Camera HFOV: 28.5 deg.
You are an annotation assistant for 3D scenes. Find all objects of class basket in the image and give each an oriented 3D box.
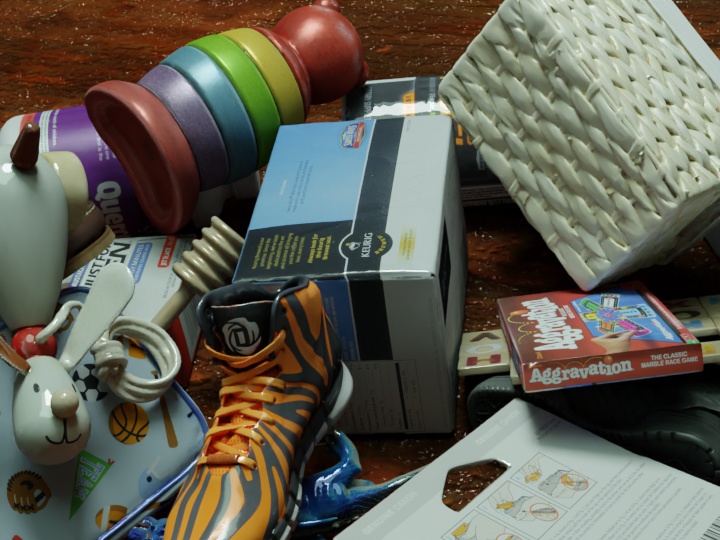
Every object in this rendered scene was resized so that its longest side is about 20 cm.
[{"bbox_3d":[0.165,-0.102,0.977,0.123,0.136,0.201,-23,73,-40],"label":"basket"}]

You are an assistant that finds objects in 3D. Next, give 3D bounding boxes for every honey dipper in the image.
[{"bbox_3d":[-0.147,0.051,0.945,0.200,0.038,0.038,-50,42,-1],"label":"honey dipper"}]

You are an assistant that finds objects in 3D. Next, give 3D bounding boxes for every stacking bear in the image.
[{"bbox_3d":[-0.085,-0.132,1.061,0.199,0.122,0.114,-33,7,-23],"label":"stacking bear"}]

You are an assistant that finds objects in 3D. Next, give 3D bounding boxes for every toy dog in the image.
[{"bbox_3d":[-0.183,-0.003,0.811,0.131,0.096,0.201,-29,79,-37],"label":"toy dog"}]

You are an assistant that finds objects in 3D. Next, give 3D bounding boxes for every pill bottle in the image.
[{"bbox_3d":[-0.184,-0.083,1.149,0.198,0.113,0.113,-9,34,0],"label":"pill bottle"},{"bbox_3d":[0.089,-0.104,1.124,0.198,0.107,0.107,-4,34,7],"label":"pill bottle"}]

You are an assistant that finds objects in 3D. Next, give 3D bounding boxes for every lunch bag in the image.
[{"bbox_3d":[-0.197,0.116,0.851,0.200,0.076,0.161,-37,88,-32],"label":"lunch bag"}]

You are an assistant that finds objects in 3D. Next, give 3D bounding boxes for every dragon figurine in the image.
[{"bbox_3d":[-0.033,0.148,0.827,0.198,0.059,0.100,-3,36,16],"label":"dragon figurine"}]

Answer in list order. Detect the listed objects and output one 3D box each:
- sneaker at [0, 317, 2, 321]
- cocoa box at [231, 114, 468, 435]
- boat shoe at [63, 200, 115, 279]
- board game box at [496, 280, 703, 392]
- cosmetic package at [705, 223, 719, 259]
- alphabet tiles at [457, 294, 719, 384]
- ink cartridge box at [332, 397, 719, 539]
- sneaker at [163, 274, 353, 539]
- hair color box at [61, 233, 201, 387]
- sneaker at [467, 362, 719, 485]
[{"bbox_3d":[-0.243,0.088,0.928,0.086,0.075,0.202,8,67,0],"label":"sneaker"},{"bbox_3d":[0.000,0.000,0.969,0.130,0.134,0.201,-3,35,9],"label":"cocoa box"},{"bbox_3d":[-0.242,0.001,0.879,0.070,0.071,0.200,-10,22,50],"label":"boat shoe"},{"bbox_3d":[0.143,0.038,0.892,0.102,0.020,0.200,-9,9,2],"label":"board game box"},{"bbox_3d":[0.334,-0.027,1.006,0.149,0.052,0.201,-12,34,-2],"label":"cosmetic package"},{"bbox_3d":[0.163,0.043,0.921,0.198,0.008,0.167,-6,10,7],"label":"alphabet tiles"},{"bbox_3d":[0.108,0.153,0.749,0.175,0.045,0.199,22,29,29],"label":"ink cartridge box"},{"bbox_3d":[-0.070,0.077,0.789,0.077,0.113,0.201,-1,37,21],"label":"sneaker"},{"bbox_3d":[-0.218,0.033,1.035,0.198,0.064,0.111,-5,35,8],"label":"hair color box"},{"bbox_3d":[0.174,0.086,0.876,0.198,0.061,0.104,10,30,30],"label":"sneaker"}]
